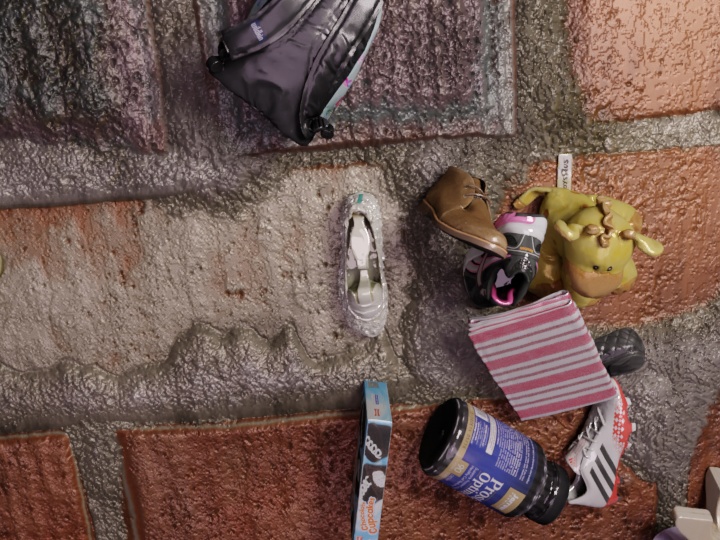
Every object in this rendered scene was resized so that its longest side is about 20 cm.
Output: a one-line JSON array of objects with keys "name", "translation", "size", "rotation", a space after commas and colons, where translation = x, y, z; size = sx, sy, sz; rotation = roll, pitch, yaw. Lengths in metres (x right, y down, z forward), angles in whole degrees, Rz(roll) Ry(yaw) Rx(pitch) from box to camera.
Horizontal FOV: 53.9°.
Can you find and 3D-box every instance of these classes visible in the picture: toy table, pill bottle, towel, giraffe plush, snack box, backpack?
[{"name": "toy table", "translation": [0.525, 0.393, 1.015], "size": [0.194, 0.185, 0.120], "rotation": [0, 124, -11]}, {"name": "pill bottle", "translation": [0.188, 0.271, 0.988], "size": [0.197, 0.112, 0.113], "rotation": [30, 103, -9]}, {"name": "towel", "translation": [0.243, 0.118, 0.937], "size": [0.144, 0.030, 0.202], "rotation": [-18, 124, 27]}, {"name": "giraffe plush", "translation": [0.288, -0.033, 0.878], "size": [0.168, 0.163, 0.204], "rotation": [-19, 106, 4]}, {"name": "snack box", "translation": [0.012, 0.271, 0.980], "size": [0.036, 0.116, 0.206], "rotation": [5, 105, -3]}, {"name": "backpack", "translation": [-0.064, -0.271, 0.819], "size": [0.165, 0.127, 0.202], "rotation": [33, 102, -23]}]

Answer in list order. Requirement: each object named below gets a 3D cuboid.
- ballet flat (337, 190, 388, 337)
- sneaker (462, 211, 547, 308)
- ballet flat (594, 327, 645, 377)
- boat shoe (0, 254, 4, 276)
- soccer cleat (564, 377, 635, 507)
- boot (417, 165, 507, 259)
[{"name": "ballet flat", "translation": [0.000, 0.000, 0.929], "size": [0.070, 0.072, 0.206], "rotation": [-6, 107, 0]}, {"name": "sneaker", "translation": [0.169, 0.009, 0.879], "size": [0.078, 0.201, 0.088], "rotation": [11, 65, 3]}, {"name": "ballet flat", "translation": [0.297, 0.128, 0.993], "size": [0.194, 0.058, 0.068], "rotation": [-11, 129, 7]}, {"name": "boat shoe", "translation": [-0.551, -0.047, 0.896], "size": [0.200, 0.063, 0.073], "rotation": [43, 100, -13]}, {"name": "soccer cleat", "translation": [0.336, 0.250, 1.012], "size": [0.083, 0.069, 0.205], "rotation": [-2, 111, -6]}, {"name": "boot", "translation": [0.127, -0.074, 0.844], "size": [0.073, 0.200, 0.077], "rotation": [27, 102, -23]}]
